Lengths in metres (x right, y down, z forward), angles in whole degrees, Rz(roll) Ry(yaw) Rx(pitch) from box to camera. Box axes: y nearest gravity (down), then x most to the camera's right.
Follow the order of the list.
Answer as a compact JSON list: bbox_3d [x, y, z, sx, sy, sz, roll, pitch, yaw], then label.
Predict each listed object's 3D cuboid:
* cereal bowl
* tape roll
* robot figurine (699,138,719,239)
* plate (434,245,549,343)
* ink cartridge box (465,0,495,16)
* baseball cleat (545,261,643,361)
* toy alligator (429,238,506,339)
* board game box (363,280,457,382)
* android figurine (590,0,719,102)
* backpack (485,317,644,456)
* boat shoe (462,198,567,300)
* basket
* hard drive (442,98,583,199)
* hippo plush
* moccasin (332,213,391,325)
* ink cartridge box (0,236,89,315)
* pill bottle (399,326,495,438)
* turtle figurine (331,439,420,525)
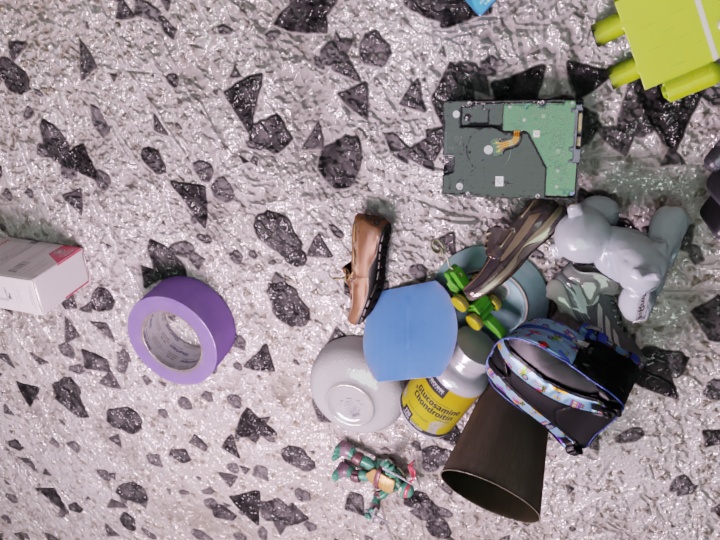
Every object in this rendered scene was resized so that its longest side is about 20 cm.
[{"bbox_3d":[-0.009,0.229,1.241,0.196,0.084,0.204,8,118,15],"label":"cereal bowl"},{"bbox_3d":[-0.354,0.120,1.305,0.196,0.085,0.203,8,120,15],"label":"tape roll"},{"bbox_3d":[0.531,-0.125,0.839,0.125,0.148,0.202,52,130,32],"label":"robot figurine"},{"bbox_3d":[0.215,0.054,1.102,0.196,0.026,0.204,9,119,16],"label":"plate"},{"bbox_3d":[0.140,-0.445,0.791,0.200,0.145,0.147,46,123,-7],"label":"ink cartridge box"},{"bbox_3d":[0.386,0.067,1.022,0.199,0.070,0.107,38,119,-6],"label":"baseball cleat"},{"bbox_3d":[0.166,0.030,1.064,0.201,0.059,0.054,51,162,-11],"label":"toy alligator"},{"bbox_3d":[0.091,0.108,1.124,0.197,0.039,0.161,-13,68,38],"label":"board game box"},{"bbox_3d":[0.403,-0.314,0.831,0.197,0.041,0.184,-18,110,28],"label":"android figurine"},{"bbox_3d":[0.301,0.156,1.008,0.198,0.135,0.184,33,146,16],"label":"backpack"},{"bbox_3d":[0.227,-0.039,1.010,0.200,0.074,0.073,-45,76,7],"label":"boat shoe"},{"bbox_3d":[0.243,0.283,1.094,0.179,0.202,0.136,32,150,-9],"label":"basket"},{"bbox_3d":[0.218,-0.178,0.957,0.196,0.038,0.143,3,107,19],"label":"hard drive"},{"bbox_3d":[0.353,-0.018,0.935,0.159,0.200,0.161,25,137,25],"label":"hippo plush"},{"bbox_3d":[-0.001,0.001,1.123,0.077,0.074,0.205,19,125,20],"label":"moccasin"},{"bbox_3d":[-0.679,0.007,1.322,0.196,0.147,0.084,8,120,16],"label":"ink cartridge box"},{"bbox_3d":[0.153,0.192,1.136,0.111,0.112,0.202,30,128,2],"label":"pill bottle"},{"bbox_3d":[0.035,0.423,1.319,0.197,0.100,0.153,19,108,27],"label":"turtle figurine"}]
